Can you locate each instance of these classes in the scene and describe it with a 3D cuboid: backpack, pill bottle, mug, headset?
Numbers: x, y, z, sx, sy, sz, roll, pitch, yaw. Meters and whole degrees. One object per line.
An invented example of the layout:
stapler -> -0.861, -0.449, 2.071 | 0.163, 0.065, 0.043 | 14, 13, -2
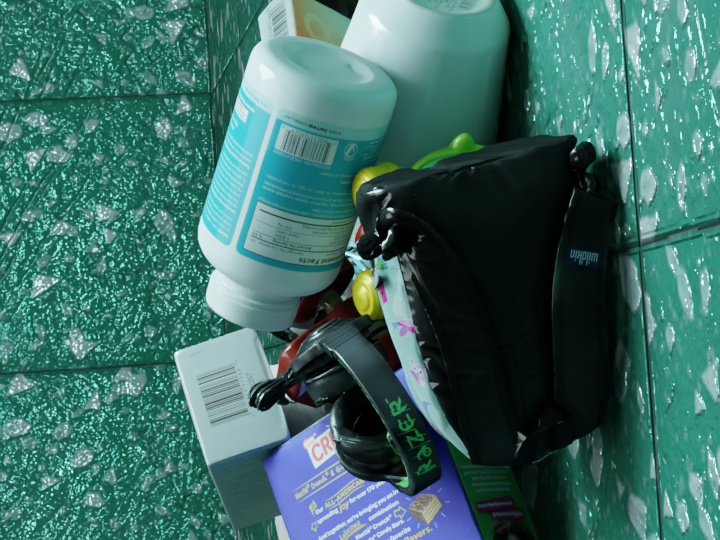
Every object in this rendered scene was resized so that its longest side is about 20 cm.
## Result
backpack -> 0.089, 0.023, 1.254 | 0.127, 0.166, 0.202 | -119, 15, -80
pill bottle -> -0.053, -0.059, 1.400 | 0.111, 0.110, 0.201 | -111, 37, -61
mug -> 0.037, -0.159, 1.474 | 0.187, 0.148, 0.154 | 56, 143, 42
headset -> -0.013, 0.094, 1.355 | 0.124, 0.094, 0.200 | 64, 168, -22

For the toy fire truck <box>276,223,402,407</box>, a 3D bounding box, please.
toy fire truck -> 0.017, 0.044, 1.539 | 0.112, 0.200, 0.168 | 46, 158, 17

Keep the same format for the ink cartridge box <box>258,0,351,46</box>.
ink cartridge box -> 0.009, -0.130, 1.622 | 0.050, 0.199, 0.163 | -39, 46, 36

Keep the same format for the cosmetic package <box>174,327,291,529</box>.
cosmetic package -> -0.094, 0.132, 1.573 | 0.200, 0.073, 0.102 | 80, 172, -69

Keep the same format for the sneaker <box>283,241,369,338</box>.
sneaker -> 0.000, 0.000, 1.632 | 0.077, 0.199, 0.087 | 35, 127, 33

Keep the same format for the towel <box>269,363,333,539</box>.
towel -> -0.047, 0.179, 1.690 | 0.191, 0.032, 0.202 | 169, 89, -73

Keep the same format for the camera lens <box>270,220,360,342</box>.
camera lens -> -0.025, -0.038, 1.807 | 0.160, 0.159, 0.202 | 114, 151, -69

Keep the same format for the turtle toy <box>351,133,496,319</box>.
turtle toy -> 0.076, 0.002, 1.372 | 0.101, 0.145, 0.202 | 27, 123, 53

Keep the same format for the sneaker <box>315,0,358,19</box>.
sneaker -> -0.007, -0.262, 1.653 | 0.114, 0.199, 0.077 | -34, 48, 28

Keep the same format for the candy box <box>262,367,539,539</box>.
candy box -> 0.036, 0.192, 1.428 | 0.169, 0.077, 0.201 | -34, 67, 32
